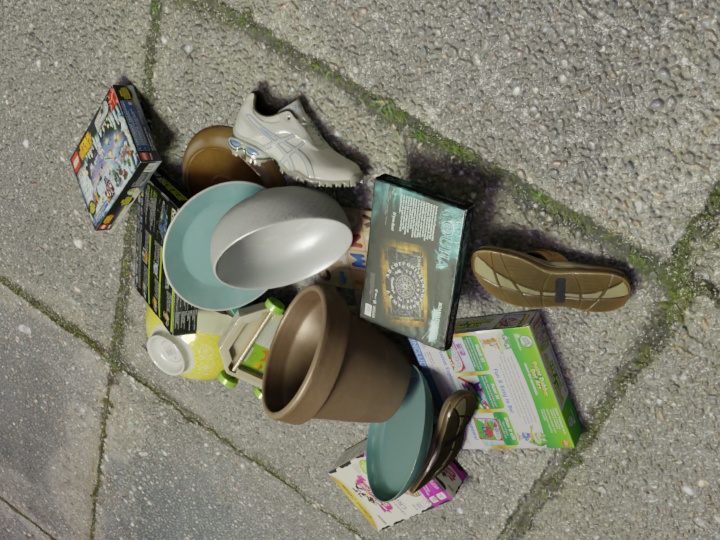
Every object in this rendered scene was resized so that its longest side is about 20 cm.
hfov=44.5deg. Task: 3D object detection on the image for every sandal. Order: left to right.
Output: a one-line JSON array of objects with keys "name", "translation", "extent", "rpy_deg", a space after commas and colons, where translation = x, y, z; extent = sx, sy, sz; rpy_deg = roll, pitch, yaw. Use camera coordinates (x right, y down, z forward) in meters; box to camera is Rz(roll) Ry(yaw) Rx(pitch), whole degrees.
[{"name": "sandal", "translation": [0.108, 0.241, 1.271], "extent": [0.054, 0.081, 0.202], "rpy_deg": [40, 135, 31]}, {"name": "sandal", "translation": [0.237, 0.005, 1.102], "extent": [0.196, 0.054, 0.081], "rpy_deg": [8, 130, 12]}]

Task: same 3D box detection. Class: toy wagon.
[{"name": "toy wagon", "translation": [-0.126, 0.133, 1.387], "extent": [0.198, 0.040, 0.156], "rpy_deg": [27, 106, -30]}]

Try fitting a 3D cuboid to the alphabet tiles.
[{"name": "alphabet tiles", "translation": [0.000, 0.000, 1.284], "extent": [0.165, 0.008, 0.203], "rpy_deg": [8, 124, 30]}]

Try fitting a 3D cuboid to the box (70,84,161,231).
[{"name": "box", "translation": [-0.385, -0.172, 1.369], "extent": [0.200, 0.039, 0.139], "rpy_deg": [-41, 66, 44]}]

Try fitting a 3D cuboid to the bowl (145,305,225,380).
[{"name": "bowl", "translation": [-0.298, 0.114, 1.492], "extent": [0.197, 0.108, 0.203], "rpy_deg": [18, 128, 24]}]

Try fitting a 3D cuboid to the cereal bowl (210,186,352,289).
[{"name": "cereal bowl", "translation": [-0.114, -0.055, 1.209], "extent": [0.200, 0.198, 0.084], "rpy_deg": [-41, 59, 43]}]

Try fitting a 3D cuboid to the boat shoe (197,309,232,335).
[{"name": "boat shoe", "translation": [-0.193, 0.085, 1.419], "extent": [0.198, 0.063, 0.072], "rpy_deg": [24, 120, -13]}]

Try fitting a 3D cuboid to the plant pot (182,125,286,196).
[{"name": "plant pot", "translation": [-0.194, -0.117, 1.323], "extent": [0.197, 0.027, 0.203], "rpy_deg": [17, 127, 24]}]

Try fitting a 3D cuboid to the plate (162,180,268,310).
[{"name": "plate", "translation": [-0.192, -0.037, 1.268], "extent": [0.026, 0.198, 0.203], "rpy_deg": [40, 143, 50]}]

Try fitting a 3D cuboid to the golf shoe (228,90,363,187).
[{"name": "golf shoe", "translation": [-0.083, -0.176, 1.181], "extent": [0.197, 0.078, 0.099], "rpy_deg": [21, 112, 11]}]

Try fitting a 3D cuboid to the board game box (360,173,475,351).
[{"name": "board game box", "translation": [0.069, -0.009, 1.123], "extent": [0.134, 0.028, 0.203], "rpy_deg": [22, 121, 27]}]

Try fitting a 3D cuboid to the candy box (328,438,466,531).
[{"name": "candy box", "translation": [0.056, 0.332, 1.430], "extent": [0.137, 0.061, 0.200], "rpy_deg": [48, 134, -3]}]

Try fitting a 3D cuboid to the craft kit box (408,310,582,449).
[{"name": "craft kit box", "translation": [0.189, 0.159, 1.239], "extent": [0.195, 0.048, 0.202], "rpy_deg": [-7, 115, 40]}]

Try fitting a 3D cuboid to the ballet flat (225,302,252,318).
[{"name": "ballet flat", "translation": [-0.215, -0.022, 1.347], "extent": [0.068, 0.068, 0.203], "rpy_deg": [16, 127, 40]}]

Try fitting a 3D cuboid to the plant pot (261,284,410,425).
[{"name": "plant pot", "translation": [-0.027, 0.143, 1.277], "extent": [0.173, 0.203, 0.200], "rpy_deg": [23, 139, -23]}]

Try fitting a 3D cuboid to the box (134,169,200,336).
[{"name": "box", "translation": [-0.296, -0.031, 1.345], "extent": [0.193, 0.047, 0.203], "rpy_deg": [33, 123, 50]}]

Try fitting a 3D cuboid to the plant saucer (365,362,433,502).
[{"name": "plant saucer", "translation": [0.059, 0.237, 1.284], "extent": [0.027, 0.202, 0.201], "rpy_deg": [15, 136, -18]}]
